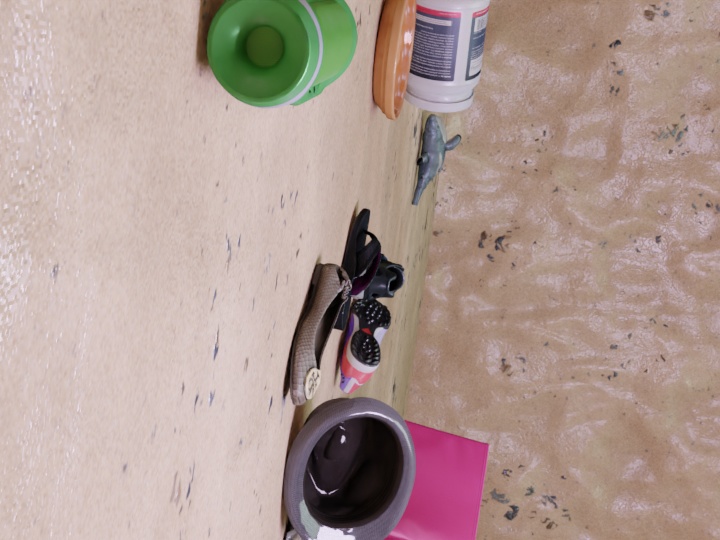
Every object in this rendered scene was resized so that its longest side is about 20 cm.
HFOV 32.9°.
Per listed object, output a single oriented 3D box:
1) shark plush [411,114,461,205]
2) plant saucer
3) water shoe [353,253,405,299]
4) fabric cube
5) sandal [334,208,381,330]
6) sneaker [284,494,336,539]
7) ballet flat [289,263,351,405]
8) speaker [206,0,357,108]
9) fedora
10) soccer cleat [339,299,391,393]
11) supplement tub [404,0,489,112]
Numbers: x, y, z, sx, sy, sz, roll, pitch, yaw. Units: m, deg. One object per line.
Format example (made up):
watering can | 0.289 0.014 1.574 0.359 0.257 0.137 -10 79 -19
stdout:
shark plush | 0.140 -0.249 2.722 0.202 0.090 0.083 -62 157 13
plant saucer | 0.050 -0.325 1.803 0.200 0.037 0.203 9 90 -83
water shoe | 0.031 0.014 1.886 0.200 0.078 0.072 -52 150 -77
fabric cube | 0.073 0.371 1.991 0.200 0.197 0.198 127 -23 -63
sandal | 0.000 0.001 1.738 0.076 0.047 0.202 89 12 -55
sneaker | -0.061 0.383 1.553 0.074 0.087 0.202 86 16 -68
ballet flat | -0.047 0.072 1.440 0.068 0.046 0.201 90 11 -48
speaker | -0.054 -0.171 0.911 0.200 0.087 0.090 -57 155 -74
fedora | -0.022 0.242 1.537 0.090 0.175 0.203 -138 -136 -63
soccer cleat | 0.001 0.110 1.885 0.074 0.068 0.201 -58 -170 29
supplement tub | 0.140 -0.384 2.058 0.141 0.138 0.202 -70 167 -59
